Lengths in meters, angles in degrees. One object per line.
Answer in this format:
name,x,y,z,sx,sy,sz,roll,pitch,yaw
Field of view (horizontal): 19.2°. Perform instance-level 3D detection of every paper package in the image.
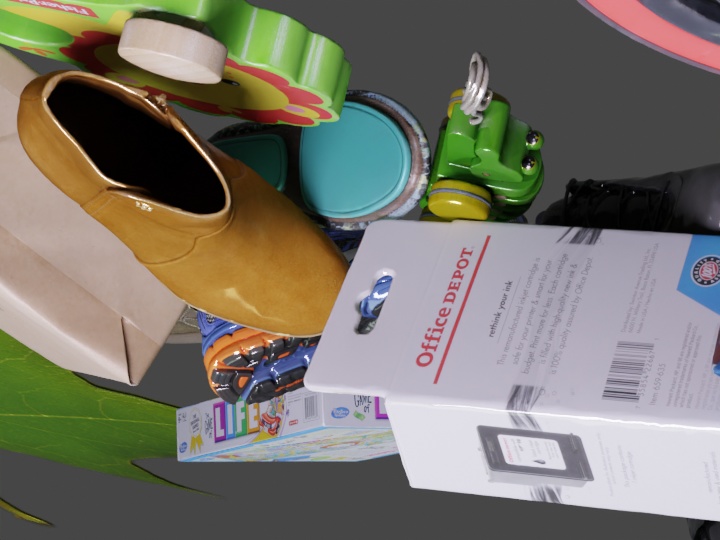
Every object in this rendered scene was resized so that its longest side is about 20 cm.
paper package,-0.183,-0.032,1.138,0.190,0.104,0.200,36,170,-15

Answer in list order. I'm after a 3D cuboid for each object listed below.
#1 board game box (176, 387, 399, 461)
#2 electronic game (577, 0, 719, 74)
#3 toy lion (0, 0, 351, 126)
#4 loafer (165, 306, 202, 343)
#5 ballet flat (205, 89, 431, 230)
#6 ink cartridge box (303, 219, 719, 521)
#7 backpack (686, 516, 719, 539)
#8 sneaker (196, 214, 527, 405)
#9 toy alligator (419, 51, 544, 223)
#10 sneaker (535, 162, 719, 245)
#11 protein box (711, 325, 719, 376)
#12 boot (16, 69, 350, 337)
board game box,-0.012,0.090,1.301,0.133,0.035,0.200,3,168,-29
electronic game,0.159,-0.109,0.768,0.198,0.042,0.200,14,164,4
toy lion,-0.107,-0.114,0.994,0.198,0.069,0.192,12,172,12
loafer,-0.090,0.004,1.264,0.199,0.076,0.068,11,150,34
ballet flat,-0.013,-0.054,1.103,0.074,0.075,0.199,27,165,-36
ink cartridge box,0.087,0.042,0.983,0.198,0.116,0.067,4,138,22
backpack,0.253,0.115,1.191,0.152,0.177,0.200,0,156,-3
sneaker,0.000,0.000,1.156,0.198,0.079,0.076,-18,150,-17
toy alligator,0.064,-0.054,1.015,0.054,0.060,0.200,13,165,-2
sneaker,0.139,-0.014,1.066,0.090,0.077,0.200,22,162,-9
protein box,0.293,0.018,0.900,0.197,0.136,0.199,0,158,45
boot,-0.073,-0.025,0.991,0.200,0.071,0.144,32,174,-15
